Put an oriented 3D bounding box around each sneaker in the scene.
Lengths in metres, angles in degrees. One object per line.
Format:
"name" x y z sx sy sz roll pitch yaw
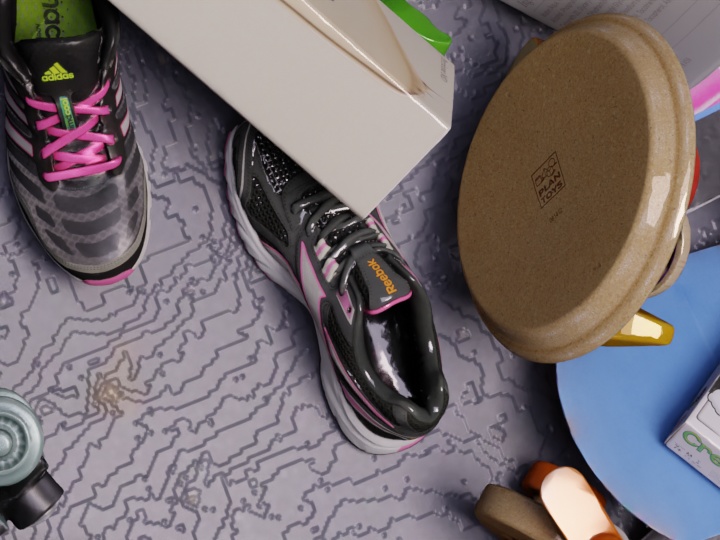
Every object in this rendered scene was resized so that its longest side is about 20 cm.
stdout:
"sneaker" -0.154 -0.092 1.499 0.073 0.087 0.201 -9 87 -3
"sneaker" 0.000 0.000 1.550 0.080 0.086 0.201 -30 94 -19

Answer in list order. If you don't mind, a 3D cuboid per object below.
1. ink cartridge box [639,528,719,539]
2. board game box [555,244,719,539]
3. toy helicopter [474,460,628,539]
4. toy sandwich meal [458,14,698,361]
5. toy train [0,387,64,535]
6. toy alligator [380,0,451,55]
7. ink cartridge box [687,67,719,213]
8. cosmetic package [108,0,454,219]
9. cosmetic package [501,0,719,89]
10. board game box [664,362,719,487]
"ink cartridge box" 0.286 0.164 1.616 0.198 0.047 0.200 -42 72 -17
"board game box" 0.196 0.071 1.610 0.199 0.039 0.159 -16 69 -24
"toy helicopter" 0.150 0.167 1.536 0.199 0.132 0.079 28 77 14
"toy sandwich meal" 0.123 -0.041 1.531 0.070 0.205 0.206 14 82 -33
"toy train" -0.245 0.070 1.474 0.114 0.085 0.200 -43 99 -6
"toy alligator" -0.040 -0.171 1.570 0.199 0.059 0.054 23 36 -10
"ink cartridge box" 0.227 -0.107 1.658 0.199 0.037 0.095 -26 94 -19
"cosmetic package" -0.047 -0.130 1.498 0.200 0.104 0.073 39 110 -15
"cosmetic package" 0.143 -0.226 1.552 0.199 0.166 0.168 27 75 -6
"board game box" 0.278 0.107 1.572 0.200 0.035 0.126 38 59 4
